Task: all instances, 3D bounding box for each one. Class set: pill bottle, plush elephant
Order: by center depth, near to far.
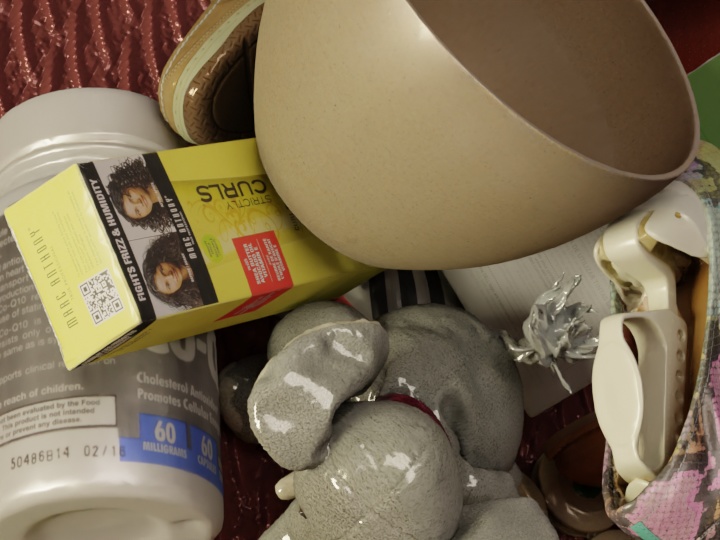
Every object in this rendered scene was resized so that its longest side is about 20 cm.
[{"bbox_3d":[0.009,0.089,0.950,0.165,0.200,0.155,51,38,1],"label":"plush elephant"},{"bbox_3d":[-0.122,0.026,0.992,0.113,0.114,0.202,5,63,-19],"label":"pill bottle"}]

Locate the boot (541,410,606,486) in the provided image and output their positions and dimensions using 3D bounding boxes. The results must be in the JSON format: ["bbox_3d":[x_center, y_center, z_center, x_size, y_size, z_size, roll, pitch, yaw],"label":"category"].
[{"bbox_3d":[0.191,0.138,1.073,0.198,0.077,0.157,3,67,-28],"label":"boot"}]

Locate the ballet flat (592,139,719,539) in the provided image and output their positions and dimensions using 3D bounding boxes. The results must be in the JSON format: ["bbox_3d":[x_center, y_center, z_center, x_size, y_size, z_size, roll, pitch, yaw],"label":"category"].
[{"bbox_3d":[0.129,0.022,0.934,0.071,0.069,0.202,26,57,-39],"label":"ballet flat"}]

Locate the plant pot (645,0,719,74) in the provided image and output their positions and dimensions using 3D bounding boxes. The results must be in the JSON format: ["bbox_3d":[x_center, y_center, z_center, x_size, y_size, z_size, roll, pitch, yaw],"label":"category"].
[{"bbox_3d":[0.244,-0.102,1.095,0.199,0.195,0.203,-3,96,-33],"label":"plant pot"}]

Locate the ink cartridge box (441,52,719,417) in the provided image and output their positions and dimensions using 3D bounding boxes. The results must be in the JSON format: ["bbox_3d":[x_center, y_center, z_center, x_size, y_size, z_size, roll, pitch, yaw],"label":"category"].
[{"bbox_3d":[0.141,-0.024,1.045,0.104,0.199,0.059,59,25,4],"label":"ink cartridge box"}]

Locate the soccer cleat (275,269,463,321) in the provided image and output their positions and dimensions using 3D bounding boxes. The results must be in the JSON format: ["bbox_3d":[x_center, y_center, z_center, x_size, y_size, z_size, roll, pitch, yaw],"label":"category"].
[{"bbox_3d":[0.000,0.000,1.088,0.200,0.069,0.085,49,49,4],"label":"soccer cleat"}]

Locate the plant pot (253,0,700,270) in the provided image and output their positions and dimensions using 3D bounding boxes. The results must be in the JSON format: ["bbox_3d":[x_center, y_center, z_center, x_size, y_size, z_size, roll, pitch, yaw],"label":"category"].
[{"bbox_3d":[0.030,-0.078,0.944,0.200,0.134,0.201,32,33,-24],"label":"plant pot"}]

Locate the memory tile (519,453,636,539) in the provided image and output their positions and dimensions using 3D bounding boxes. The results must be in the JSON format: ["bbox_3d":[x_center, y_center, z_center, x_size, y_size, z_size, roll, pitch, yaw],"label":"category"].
[{"bbox_3d":[0.152,0.147,1.096,0.199,0.017,0.154,-15,70,-28],"label":"memory tile"}]

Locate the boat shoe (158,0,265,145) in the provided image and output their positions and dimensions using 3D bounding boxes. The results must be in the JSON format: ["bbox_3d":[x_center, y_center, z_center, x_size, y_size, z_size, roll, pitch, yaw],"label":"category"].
[{"bbox_3d":[-0.046,-0.125,1.061,0.076,0.072,0.200,23,40,23],"label":"boat shoe"}]

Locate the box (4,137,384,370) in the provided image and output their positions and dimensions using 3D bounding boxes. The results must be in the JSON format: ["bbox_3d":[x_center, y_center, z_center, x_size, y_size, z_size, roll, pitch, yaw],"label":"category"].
[{"bbox_3d":[-0.062,-0.014,0.950,0.199,0.050,0.076,-12,76,-56],"label":"box"}]
